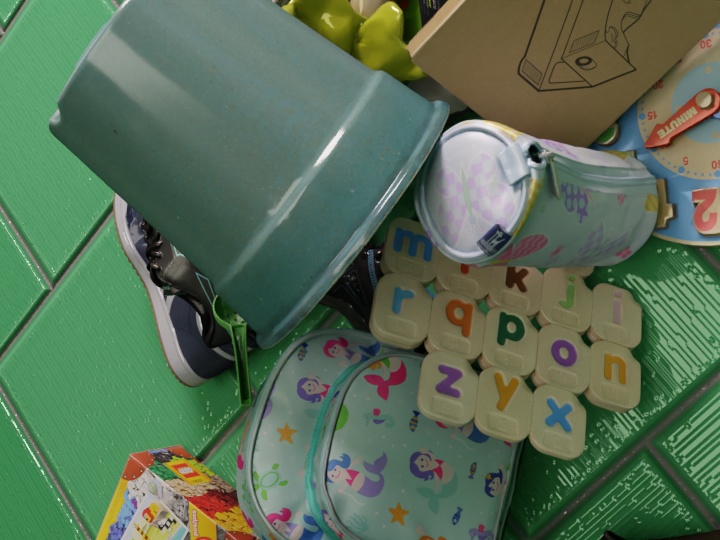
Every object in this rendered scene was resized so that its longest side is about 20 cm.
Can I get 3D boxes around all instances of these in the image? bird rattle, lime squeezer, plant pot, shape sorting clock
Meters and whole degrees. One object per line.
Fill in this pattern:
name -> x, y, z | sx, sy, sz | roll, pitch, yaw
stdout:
bird rattle -> -0.004, -0.180, 0.859 | 0.111, 0.200, 0.165 | 14, 79, -3
lime squeezer -> -0.098, 0.002, 0.828 | 0.037, 0.071, 0.203 | -5, 82, 6
plant pot -> -0.079, -0.088, 0.708 | 0.195, 0.201, 0.201 | 37, 110, -9
shape sorting clock -> 0.246, -0.117, 0.769 | 0.198, 0.039, 0.203 | -1, 88, 30

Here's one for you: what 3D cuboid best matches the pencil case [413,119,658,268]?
pencil case -> 0.120, -0.047, 0.715 | 0.091, 0.199, 0.084 | -45, 63, 27

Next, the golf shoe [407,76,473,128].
golf shoe -> 0.083, -0.206, 0.841 | 0.077, 0.088, 0.201 | 38, 108, 27

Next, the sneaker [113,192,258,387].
sneaker -> -0.144, -0.008, 0.977 | 0.108, 0.070, 0.202 | -26, 81, 31

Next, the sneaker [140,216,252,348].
sneaker -> -0.143, -0.030, 0.874 | 0.079, 0.075, 0.201 | -39, 96, -14

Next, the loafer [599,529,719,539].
loafer -> 0.253, 0.205, 0.744 | 0.198, 0.073, 0.072 | 10, 83, 25

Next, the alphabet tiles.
alphabet tiles -> 0.105, 0.032, 0.768 | 0.015, 0.198, 0.197 | 119, 165, -54

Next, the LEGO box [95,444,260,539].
LEGO box -> -0.168, 0.284, 0.978 | 0.148, 0.077, 0.202 | 29, 103, 28

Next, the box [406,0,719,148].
box -> 0.152, -0.173, 0.728 | 0.200, 0.163, 0.021 | -44, 37, 20

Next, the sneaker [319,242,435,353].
sneaker -> 0.000, 0.000, 0.887 | 0.199, 0.073, 0.082 | 40, 123, 16

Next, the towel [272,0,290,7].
towel -> -0.049, -0.245, 0.874 | 0.032, 0.191, 0.202 | 26, 104, -5

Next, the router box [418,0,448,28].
router box -> 0.108, -0.256, 0.742 | 0.148, 0.062, 0.202 | -12, 111, -7

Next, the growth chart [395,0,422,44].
growth chart -> 0.036, -0.259, 0.867 | 0.145, 0.018, 0.203 | 177, 93, -71

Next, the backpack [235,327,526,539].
backpack -> 0.013, 0.135, 0.779 | 0.198, 0.151, 0.179 | 19, 72, -2
